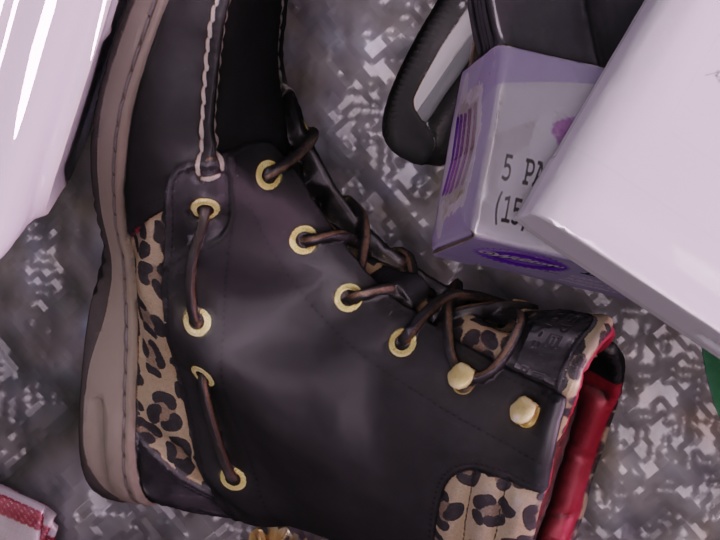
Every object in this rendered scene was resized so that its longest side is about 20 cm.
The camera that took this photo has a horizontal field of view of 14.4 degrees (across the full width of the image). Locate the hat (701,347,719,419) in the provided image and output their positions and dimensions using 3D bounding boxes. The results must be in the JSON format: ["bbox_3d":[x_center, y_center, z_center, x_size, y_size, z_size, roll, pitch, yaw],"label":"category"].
[{"bbox_3d":[0.148,0.070,0.863,0.165,0.176,0.201,29,59,0],"label":"hat"}]

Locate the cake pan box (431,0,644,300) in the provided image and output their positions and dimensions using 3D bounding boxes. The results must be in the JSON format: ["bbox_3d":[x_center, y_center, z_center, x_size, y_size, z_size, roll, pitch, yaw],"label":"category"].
[{"bbox_3d":[0.124,-0.076,0.762,0.199,0.052,0.186,13,81,-11],"label":"cake pan box"}]

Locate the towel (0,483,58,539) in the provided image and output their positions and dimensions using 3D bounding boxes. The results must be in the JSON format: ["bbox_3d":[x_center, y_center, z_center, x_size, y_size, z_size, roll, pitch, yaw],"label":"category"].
[{"bbox_3d":[-0.191,0.140,0.896,0.143,0.023,0.201,22,96,4],"label":"towel"}]

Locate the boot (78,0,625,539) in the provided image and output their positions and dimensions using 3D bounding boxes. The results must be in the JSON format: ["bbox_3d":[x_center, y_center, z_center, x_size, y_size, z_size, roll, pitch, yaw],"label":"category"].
[{"bbox_3d":[0.000,0.000,0.801,0.150,0.073,0.201,20,119,19],"label":"boot"}]

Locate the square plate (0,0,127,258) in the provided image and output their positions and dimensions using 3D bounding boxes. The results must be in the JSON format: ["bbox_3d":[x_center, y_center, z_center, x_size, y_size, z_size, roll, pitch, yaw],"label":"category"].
[{"bbox_3d":[-0.071,-0.096,0.771,0.028,0.200,0.199,19,97,-4],"label":"square plate"}]

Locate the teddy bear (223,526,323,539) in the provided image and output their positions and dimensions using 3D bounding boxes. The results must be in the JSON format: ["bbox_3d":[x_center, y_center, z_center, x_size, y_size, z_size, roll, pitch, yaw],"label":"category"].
[{"bbox_3d":[-0.049,0.174,0.862,0.199,0.067,0.145,-35,96,6],"label":"teddy bear"}]

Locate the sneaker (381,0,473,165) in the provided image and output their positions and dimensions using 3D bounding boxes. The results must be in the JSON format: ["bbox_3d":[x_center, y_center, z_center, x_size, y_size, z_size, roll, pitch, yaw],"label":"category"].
[{"bbox_3d":[0.101,-0.090,0.822,0.115,0.075,0.201,36,97,-3],"label":"sneaker"}]

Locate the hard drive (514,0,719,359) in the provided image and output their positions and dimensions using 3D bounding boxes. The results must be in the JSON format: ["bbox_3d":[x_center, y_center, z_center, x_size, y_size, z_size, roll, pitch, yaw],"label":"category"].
[{"bbox_3d":[0.144,-0.062,0.727,0.131,0.026,0.201,33,79,-8],"label":"hard drive"}]
